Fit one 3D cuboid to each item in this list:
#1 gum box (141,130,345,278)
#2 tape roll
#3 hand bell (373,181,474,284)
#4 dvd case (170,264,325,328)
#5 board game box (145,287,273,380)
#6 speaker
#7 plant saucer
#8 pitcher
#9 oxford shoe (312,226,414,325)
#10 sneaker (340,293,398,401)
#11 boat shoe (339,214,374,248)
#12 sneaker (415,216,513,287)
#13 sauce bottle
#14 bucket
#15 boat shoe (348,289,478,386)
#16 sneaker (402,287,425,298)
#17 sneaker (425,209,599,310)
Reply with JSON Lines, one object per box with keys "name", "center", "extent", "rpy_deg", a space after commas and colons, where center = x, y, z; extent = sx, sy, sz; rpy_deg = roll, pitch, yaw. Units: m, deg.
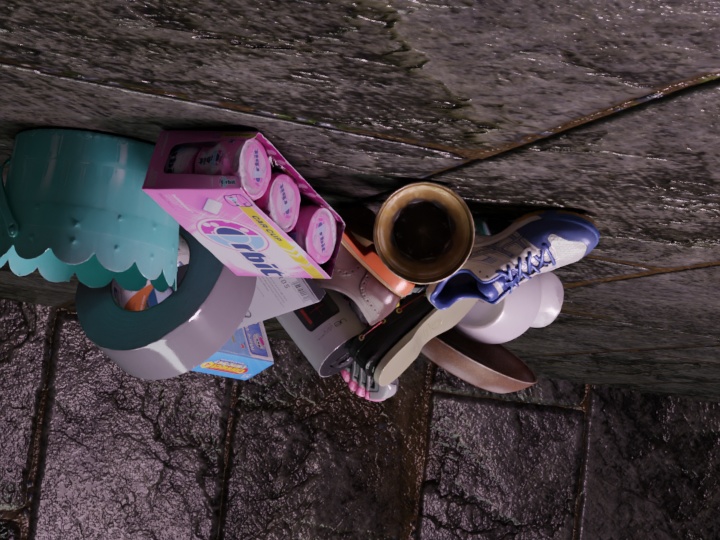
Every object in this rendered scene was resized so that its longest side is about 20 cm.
{"name": "gum box", "center": [-0.112, -0.064, 1.472], "extent": [0.113, 0.067, 0.200], "rpy_deg": [2, 155, 29]}
{"name": "tape roll", "center": [-0.215, 0.017, 1.674], "extent": [0.199, 0.201, 0.066], "rpy_deg": [2, 148, 34]}
{"name": "hand bell", "center": [0.064, -0.048, 1.640], "extent": [0.103, 0.105, 0.200], "rpy_deg": [7, -175, -1]}
{"name": "dvd case", "center": [-0.153, -0.003, 1.783], "extent": [0.199, 0.025, 0.151], "rpy_deg": [-19, 113, 41]}
{"name": "board game box", "center": [-0.216, 0.029, 1.931], "extent": [0.056, 0.201, 0.195], "rpy_deg": [-32, 151, 29]}
{"name": "speaker", "center": [-0.073, 0.030, 1.832], "extent": [0.081, 0.200, 0.081], "rpy_deg": [-32, 158, -15]}
{"name": "plant saucer", "center": [0.128, 0.101, 1.905], "extent": [0.199, 0.037, 0.200], "rpy_deg": [28, -170, -5]}
{"name": "pitcher", "center": [0.155, 0.021, 1.939], "extent": [0.171, 0.122, 0.200], "rpy_deg": [20, -171, 21]}
{"name": "oxford shoe", "center": [-0.040, -0.023, 1.592], "extent": [0.200, 0.073, 0.071], "rpy_deg": [40, -171, 2]}
{"name": "sneaker", "center": [0.005, 0.083, 1.916], "extent": [0.095, 0.079, 0.200], "rpy_deg": [-10, -136, -31]}
{"name": "boat shoe", "center": [-0.035, -0.029, 1.667], "extent": [0.199, 0.071, 0.070], "rpy_deg": [22, -166, -7]}
{"name": "sneaker", "center": [0.133, -0.034, 1.758], "extent": [0.199, 0.075, 0.087], "rpy_deg": [-7, -162, 38]}
{"name": "sauce bottle", "center": [0.000, 0.000, 1.801], "extent": [0.065, 0.066, 0.200], "rpy_deg": [6, 149, 8]}
{"name": "bucket", "center": [-0.277, -0.059, 1.560], "extent": [0.205, 0.136, 0.207], "rpy_deg": [7, 172, 1]}
{"name": "boat shoe", "center": [0.073, 0.050, 1.788], "extent": [0.063, 0.201, 0.074], "rpy_deg": [41, 159, 26]}
{"name": "sneaker", "center": [0.042, -0.005, 1.930], "extent": [0.079, 0.079, 0.200], "rpy_deg": [17, 179, -34]}
{"name": "sneaker", "center": [0.162, -0.003, 1.632], "extent": [0.199, 0.089, 0.075], "rpy_deg": [-15, 131, 26]}
